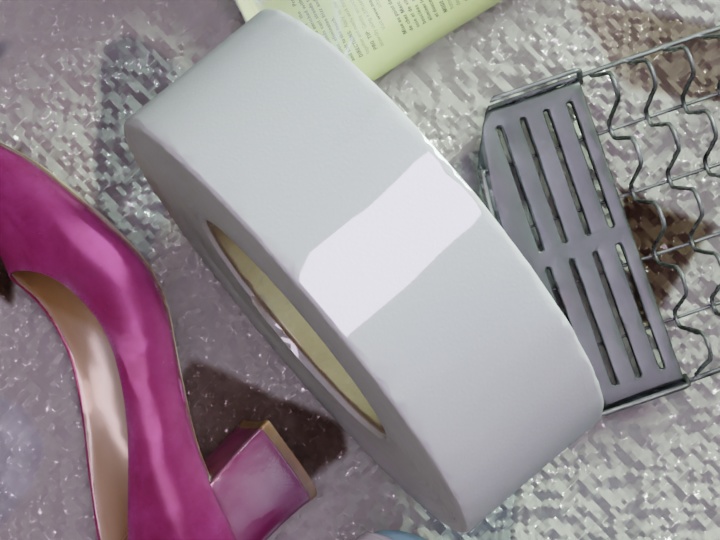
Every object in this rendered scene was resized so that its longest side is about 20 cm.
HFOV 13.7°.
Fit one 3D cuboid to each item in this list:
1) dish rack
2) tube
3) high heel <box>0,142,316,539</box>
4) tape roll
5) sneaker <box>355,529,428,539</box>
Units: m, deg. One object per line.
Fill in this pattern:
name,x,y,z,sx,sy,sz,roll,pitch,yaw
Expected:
dish rack,0.152,-0.033,1.211,0.200,0.055,0.154,-19,86,-7
tube,0.045,-0.137,1.216,0.200,0.052,0.058,-28,51,-5
high heel,-0.111,0.047,1.172,0.096,0.067,0.200,-41,103,-18
tape roll,0.000,0.000,1.120,0.071,0.202,0.203,-40,90,-7
sneaker,0.089,0.139,1.187,0.200,0.074,0.082,28,67,-7
